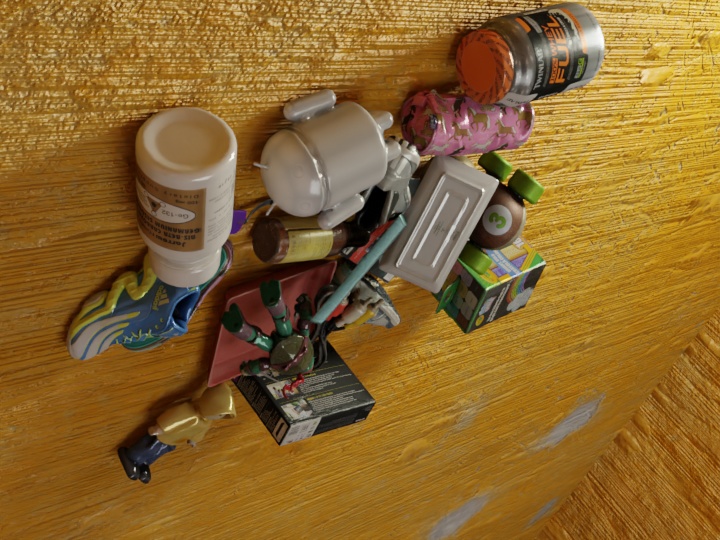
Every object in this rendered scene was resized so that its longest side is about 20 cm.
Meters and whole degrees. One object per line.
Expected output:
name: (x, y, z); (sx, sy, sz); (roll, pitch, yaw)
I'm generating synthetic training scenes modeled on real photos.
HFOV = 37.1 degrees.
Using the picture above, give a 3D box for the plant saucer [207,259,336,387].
plant saucer: (-0.142, 0.070, 1.619); (0.198, 0.037, 0.202); (-21, 146, -35)

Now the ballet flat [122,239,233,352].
ballet flat: (-0.237, 0.033, 1.426); (0.200, 0.069, 0.071); (-46, 174, 7)

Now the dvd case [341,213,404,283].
dvd case: (0.049, -0.059, 1.697); (0.146, 0.022, 0.199); (-46, 151, 8)

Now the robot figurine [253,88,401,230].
robot figurine: (-0.045, -0.140, 1.361); (0.198, 0.112, 0.172); (-27, 109, -25)

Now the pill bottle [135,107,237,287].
pill bottle: (-0.204, -0.078, 1.246); (0.113, 0.115, 0.202); (-25, 148, -28)

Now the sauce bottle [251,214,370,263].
sauce bottle: (-0.064, -0.046, 1.521); (0.198, 0.066, 0.066); (-4, 135, -47)

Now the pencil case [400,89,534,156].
pencil case: (0.154, -0.211, 1.521); (0.197, 0.084, 0.086); (-7, 159, -34)

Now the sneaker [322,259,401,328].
sneaker: (-0.005, 0.052, 1.743); (0.086, 0.078, 0.200); (-38, 144, 8)

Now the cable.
cable: (-0.053, 0.093, 1.664); (0.096, 0.051, 0.201); (18, 125, -31)

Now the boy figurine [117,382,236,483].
boy figurine: (-0.274, 0.248, 1.656); (0.198, 0.065, 0.124); (-33, 153, 4)

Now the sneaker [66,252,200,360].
sneaker: (-0.282, 0.061, 1.352); (0.200, 0.105, 0.076); (-45, 152, 6)

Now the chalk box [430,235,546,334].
chalk box: (0.204, 0.015, 1.893); (0.198, 0.124, 0.126); (-20, 147, -33)

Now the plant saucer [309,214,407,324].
plant saucer: (0.000, 0.000, 1.550); (0.200, 0.019, 0.070); (-49, 178, 7)

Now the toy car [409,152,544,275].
toy car: (0.149, -0.121, 1.617); (0.199, 0.158, 0.165); (31, 98, -44)

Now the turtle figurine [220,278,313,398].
turtle figurine: (-0.115, 0.100, 1.559); (0.150, 0.100, 0.201); (-48, 144, -10)

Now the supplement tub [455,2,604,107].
supplement tub: (0.234, -0.297, 1.485); (0.198, 0.123, 0.124); (-21, 146, -34)

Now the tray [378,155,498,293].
tray: (0.114, -0.064, 1.576); (0.106, 0.022, 0.202); (22, 112, -14)

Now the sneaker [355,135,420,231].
sneaker: (0.022, -0.095, 1.494); (0.117, 0.074, 0.201); (-61, 172, -23)

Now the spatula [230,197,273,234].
spatula: (-0.129, -0.084, 1.430); (0.198, 0.021, 0.057); (-25, 160, -34)

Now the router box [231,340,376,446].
router box: (-0.090, 0.194, 1.739); (0.198, 0.150, 0.051); (-8, 138, -46)
